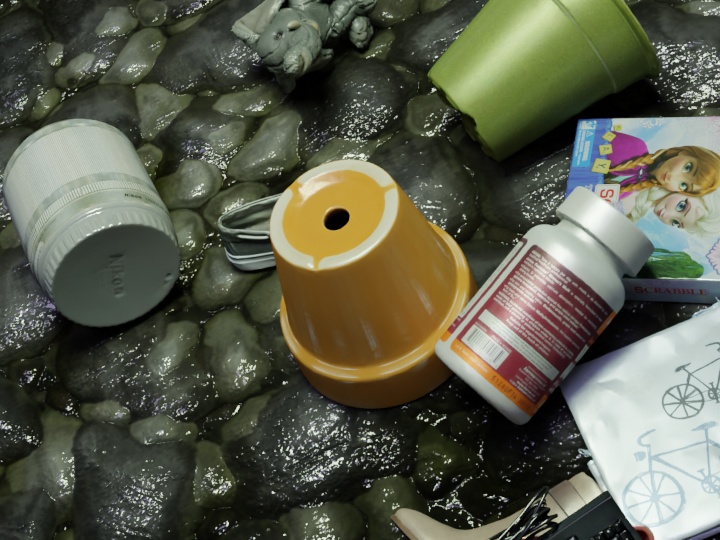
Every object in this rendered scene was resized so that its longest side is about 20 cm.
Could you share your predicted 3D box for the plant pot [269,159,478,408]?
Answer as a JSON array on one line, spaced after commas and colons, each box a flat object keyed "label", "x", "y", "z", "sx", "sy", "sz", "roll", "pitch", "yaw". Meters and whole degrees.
[{"label": "plant pot", "x": 0.000, "y": 0.000, "z": 1.111, "sx": 0.198, "sy": 0.184, "sz": 0.202, "roll": -10, "pitch": 52, "yaw": 14}]

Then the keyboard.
[{"label": "keyboard", "x": 0.117, "y": 0.242, "z": 0.863, "sx": 0.199, "sy": 0.040, "sz": 0.104, "roll": -38, "pitch": 76, "yaw": 7}]

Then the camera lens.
[{"label": "camera lens", "x": -0.298, "y": -0.057, "z": 1.282, "sx": 0.159, "sy": 0.160, "sz": 0.200, "roll": -31, "pitch": 50, "yaw": -3}]

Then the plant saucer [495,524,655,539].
[{"label": "plant saucer", "x": 0.139, "y": 0.305, "z": 0.887, "sx": 0.198, "sy": 0.037, "sz": 0.202, "roll": -9, "pitch": 81, "yaw": 14}]

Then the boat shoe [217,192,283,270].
[{"label": "boat shoe", "x": -0.058, "y": -0.055, "z": 1.247, "sx": 0.198, "sy": 0.071, "sz": 0.072, "roll": -19, "pitch": 51, "yaw": 6}]

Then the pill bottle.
[{"label": "pill bottle", "x": 0.167, "y": 0.030, "z": 1.046, "sx": 0.200, "sy": 0.109, "sz": 0.109, "roll": -50, "pitch": 52, "yaw": 1}]

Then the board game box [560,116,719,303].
[{"label": "board game box", "x": 0.300, "y": -0.063, "z": 1.135, "sx": 0.198, "sy": 0.041, "sz": 0.201, "roll": 1, "pitch": 56, "yaw": 21}]

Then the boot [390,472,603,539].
[{"label": "boot", "x": 0.140, "y": 0.225, "z": 0.961, "sx": 0.146, "sy": 0.070, "sz": 0.200, "roll": -46, "pitch": 66, "yaw": -6}]

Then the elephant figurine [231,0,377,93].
[{"label": "elephant figurine", "x": -0.081, "y": -0.280, "z": 1.374, "sx": 0.141, "sy": 0.156, "sz": 0.200, "roll": 31, "pitch": 59, "yaw": 12}]

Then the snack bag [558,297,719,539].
[{"label": "snack bag", "x": 0.282, "y": 0.135, "z": 1.011, "sx": 0.187, "sy": 0.021, "sz": 0.201, "roll": -23, "pitch": 51, "yaw": 2}]

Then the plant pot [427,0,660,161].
[{"label": "plant pot", "x": 0.178, "y": -0.219, "z": 1.221, "sx": 0.190, "sy": 0.200, "sz": 0.200, "roll": -40, "pitch": 51, "yaw": 4}]
